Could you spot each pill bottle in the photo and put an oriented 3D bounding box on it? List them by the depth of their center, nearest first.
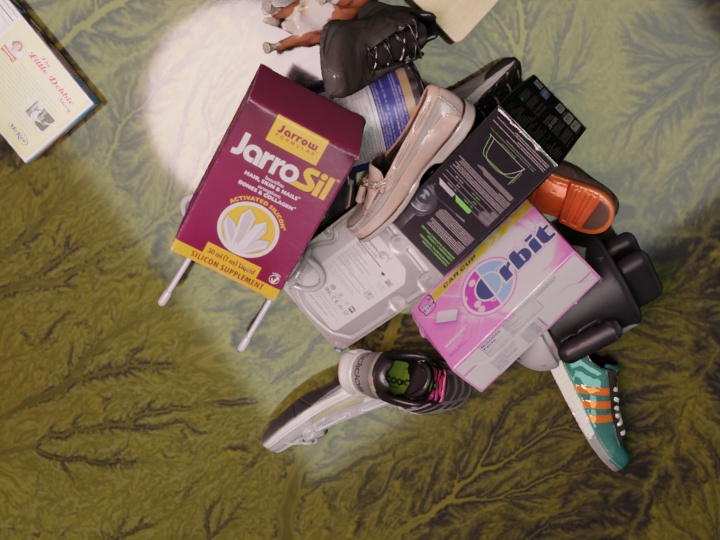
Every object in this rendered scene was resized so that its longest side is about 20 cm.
[{"bbox_3d":[-0.023,-0.163,1.257,0.198,0.112,0.113,-16,100,-2],"label":"pill bottle"}]

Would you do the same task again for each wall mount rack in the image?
[{"bbox_3d":[-0.150,0.003,1.338,0.199,0.075,0.174,32,137,-10],"label":"wall mount rack"}]

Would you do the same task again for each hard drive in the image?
[{"bbox_3d":[0.000,0.000,1.355,0.199,0.038,0.140,-35,99,33],"label":"hard drive"}]

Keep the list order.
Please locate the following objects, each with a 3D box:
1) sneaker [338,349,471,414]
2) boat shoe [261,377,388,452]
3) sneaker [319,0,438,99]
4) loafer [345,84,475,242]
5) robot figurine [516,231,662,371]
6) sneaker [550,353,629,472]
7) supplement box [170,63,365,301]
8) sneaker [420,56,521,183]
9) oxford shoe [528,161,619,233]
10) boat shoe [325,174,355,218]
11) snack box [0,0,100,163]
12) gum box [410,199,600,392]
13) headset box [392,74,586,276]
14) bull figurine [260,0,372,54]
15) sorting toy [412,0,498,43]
[{"bbox_3d":[0.071,0.139,1.361,0.198,0.087,0.075,16,82,-36],"label":"sneaker"},{"bbox_3d":[-0.033,0.180,1.414,0.201,0.074,0.065,-31,99,-2],"label":"boat shoe"},{"bbox_3d":[0.021,-0.242,1.185,0.090,0.200,0.077,5,125,26],"label":"sneaker"},{"bbox_3d":[0.040,-0.119,1.201,0.063,0.072,0.200,30,118,-25],"label":"loafer"},{"bbox_3d":[0.255,0.035,1.328,0.199,0.150,0.126,-29,85,9],"label":"robot figurine"},{"bbox_3d":[0.302,0.157,1.404,0.079,0.071,0.201,-28,97,10],"label":"sneaker"},{"bbox_3d":[-0.097,-0.091,1.171,0.130,0.104,0.201,26,118,-11],"label":"supplement box"},{"bbox_3d":[0.110,-0.195,1.342,0.199,0.074,0.080,-38,63,2],"label":"sneaker"},{"bbox_3d":[0.223,-0.109,1.364,0.199,0.073,0.072,30,119,13],"label":"oxford shoe"},{"bbox_3d":[-0.021,-0.163,1.349,0.060,0.074,0.202,8,96,-8],"label":"boat shoe"},{"bbox_3d":[-0.428,-0.246,1.358,0.116,0.037,0.201,-38,98,7],"label":"snack box"},{"bbox_3d":[0.159,0.031,1.265,0.200,0.114,0.066,-45,131,9],"label":"gum box"},{"bbox_3d":[0.143,-0.106,1.260,0.093,0.174,0.200,45,120,1],"label":"headset box"},{"bbox_3d":[-0.035,-0.314,1.266,0.200,0.121,0.066,-36,80,47],"label":"bull figurine"},{"bbox_3d":[0.110,-0.409,1.304,0.199,0.070,0.200,43,98,-7],"label":"sorting toy"}]
